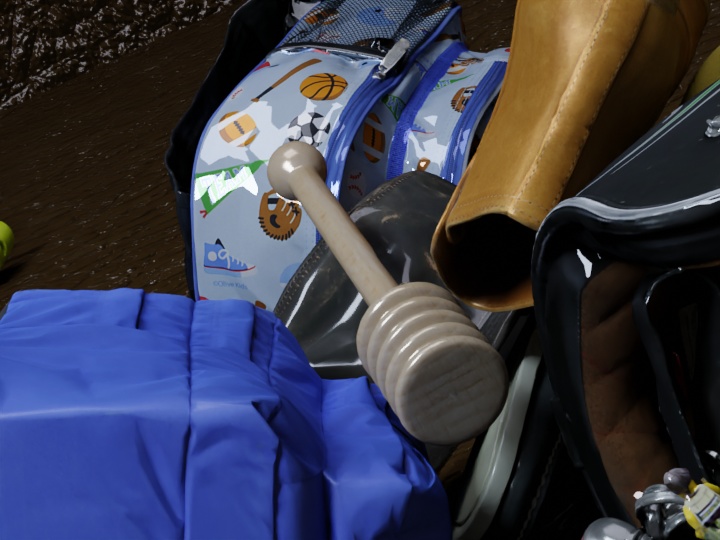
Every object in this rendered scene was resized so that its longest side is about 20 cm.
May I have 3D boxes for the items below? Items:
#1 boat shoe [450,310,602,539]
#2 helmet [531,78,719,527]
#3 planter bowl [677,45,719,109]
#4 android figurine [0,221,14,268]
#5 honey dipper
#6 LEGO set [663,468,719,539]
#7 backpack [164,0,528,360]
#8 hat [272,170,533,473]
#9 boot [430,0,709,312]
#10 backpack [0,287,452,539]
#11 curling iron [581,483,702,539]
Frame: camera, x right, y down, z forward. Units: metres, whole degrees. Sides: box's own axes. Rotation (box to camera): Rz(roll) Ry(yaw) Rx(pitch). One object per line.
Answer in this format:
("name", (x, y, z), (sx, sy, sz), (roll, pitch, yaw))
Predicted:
("boat shoe", (0.077, 0.062, 0.920), (0.066, 0.075, 0.199), (25, 9, 3))
("helmet", (0.163, 0.015, 0.701), (0.191, 0.200, 0.200), (-21, 12, -12))
("planter bowl", (0.171, -0.040, 0.870), (0.200, 0.200, 0.084), (-19, 57, 12))
("android figurine", (-0.339, 0.012, 1.852), (0.182, 0.041, 0.200), (-19, 15, 11))
("honey dipper", (0.000, 0.000, 0.856), (0.038, 0.038, 0.200), (-23, 27, -8))
("LEGO set", (0.116, 0.069, 0.524), (0.200, 0.116, 0.154), (-46, -6, 1))
("backpack", (0.002, -0.017, 1.135), (0.154, 0.200, 0.190), (3, 27, 31))
("hat", (0.012, 0.019, 0.940), (0.201, 0.081, 0.201), (-55, 1, 2))
("boot", (0.065, -0.052, 0.855), (0.201, 0.071, 0.144), (95, -160, -81))
("backpack", (-0.060, 0.094, 0.814), (0.168, 0.163, 0.200), (6, 10, -9))
("curling iron", (0.070, 0.099, 0.676), (0.200, 0.050, 0.026), (105, -172, -67))
